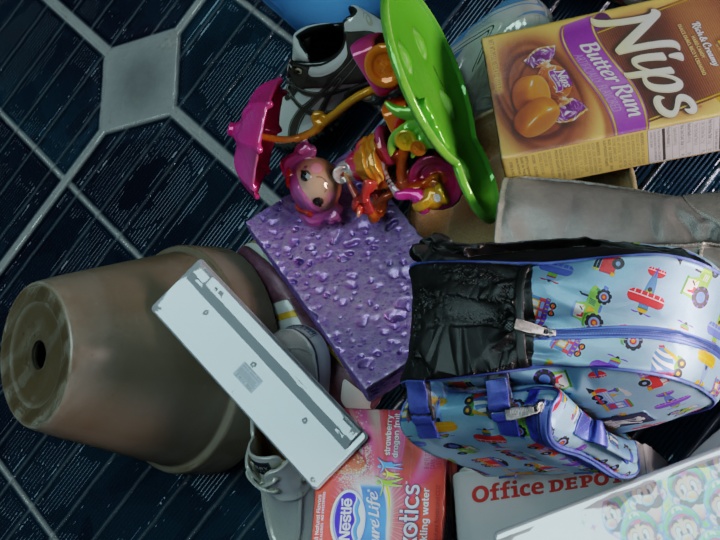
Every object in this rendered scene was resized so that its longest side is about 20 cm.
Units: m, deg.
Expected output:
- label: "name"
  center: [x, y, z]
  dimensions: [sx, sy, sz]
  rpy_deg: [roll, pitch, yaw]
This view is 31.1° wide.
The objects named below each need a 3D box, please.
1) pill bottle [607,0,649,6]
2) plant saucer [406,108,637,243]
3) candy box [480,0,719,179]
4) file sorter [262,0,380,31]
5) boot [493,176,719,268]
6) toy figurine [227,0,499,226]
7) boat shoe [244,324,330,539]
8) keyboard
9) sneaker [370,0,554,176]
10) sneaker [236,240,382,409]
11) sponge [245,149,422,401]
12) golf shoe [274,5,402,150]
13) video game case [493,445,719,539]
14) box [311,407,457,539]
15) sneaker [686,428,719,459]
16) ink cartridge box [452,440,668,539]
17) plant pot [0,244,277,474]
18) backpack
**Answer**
- label: "pill bottle"
  center: [0.164, -0.292, 1.066]
  dimensions: [0.199, 0.114, 0.114]
  rpy_deg: [24, 86, 35]
- label: "plant saucer"
  center: [0.132, -0.038, 1.041]
  dimensions: [0.199, 0.035, 0.202]
  rpy_deg: [-11, 68, 28]
- label: "candy box"
  center: [0.199, -0.140, 0.991]
  dimensions: [0.199, 0.057, 0.117]
  rpy_deg: [-11, 61, 8]
- label: "file sorter"
  center: [-0.015, -0.316, 1.168]
  dimensions: [0.200, 0.139, 0.123]
  rpy_deg: [-47, 52, 8]
- label: "boot"
  center: [0.195, 0.014, 0.932]
  dimensions: [0.198, 0.073, 0.183]
  rpy_deg: [0, 68, 8]
- label: "toy figurine"
  center: [-0.010, -0.099, 1.026]
  dimensions: [0.183, 0.150, 0.201]
  rpy_deg: [-21, 105, 22]
- label: "boat shoe"
  center: [-0.063, 0.146, 1.027]
  dimensions: [0.071, 0.070, 0.202]
  rpy_deg: [13, 108, 35]
- label: "keyboard"
  center: [-0.079, 0.076, 0.979]
  dimensions: [0.056, 0.011, 0.200]
  rpy_deg: [-47, 69, 3]
- label: "sneaker"
  center: [0.085, -0.154, 1.100]
  dimensions: [0.200, 0.072, 0.073]
  rpy_deg: [-40, 25, 19]
- label: "sneaker"
  center: [-0.059, 0.055, 1.097]
  dimensions: [0.090, 0.075, 0.200]
  rpy_deg: [-49, 55, 2]
- label: "sponge"
  center: [0.000, 0.000, 1.045]
  dimensions: [0.111, 0.030, 0.200]
  rpy_deg: [-33, 58, -7]
- label: "golf shoe"
  center: [-0.037, -0.175, 1.132]
  dimensions: [0.199, 0.094, 0.078]
  rpy_deg: [-23, 41, 41]
- label: "video game case"
  center: [0.203, 0.219, 0.819]
  dimensions: [0.199, 0.024, 0.183]
  rpy_deg: [-24, 64, 13]
- label: "box"
  center: [0.018, 0.209, 0.970]
  dimensions: [0.099, 0.096, 0.201]
  rpy_deg: [1, 72, 9]
- label: "sneaker"
  center: [0.303, 0.125, 0.859]
  dimensions: [0.199, 0.073, 0.085]
  rpy_deg: [-32, 57, 15]
- label: "ink cartridge box"
  center: [0.151, 0.234, 0.902]
  dimensions: [0.146, 0.086, 0.201]
  rpy_deg: [-13, 65, 25]
- label: "plant pot"
  center: [-0.194, 0.073, 1.075]
  dimensions: [0.199, 0.173, 0.202]
  rpy_deg: [-6, 82, 46]
- label: "backpack"
  center: [0.144, 0.057, 0.825]
  dimensions: [0.199, 0.182, 0.136]
  rpy_deg: [-4, 69, 28]
